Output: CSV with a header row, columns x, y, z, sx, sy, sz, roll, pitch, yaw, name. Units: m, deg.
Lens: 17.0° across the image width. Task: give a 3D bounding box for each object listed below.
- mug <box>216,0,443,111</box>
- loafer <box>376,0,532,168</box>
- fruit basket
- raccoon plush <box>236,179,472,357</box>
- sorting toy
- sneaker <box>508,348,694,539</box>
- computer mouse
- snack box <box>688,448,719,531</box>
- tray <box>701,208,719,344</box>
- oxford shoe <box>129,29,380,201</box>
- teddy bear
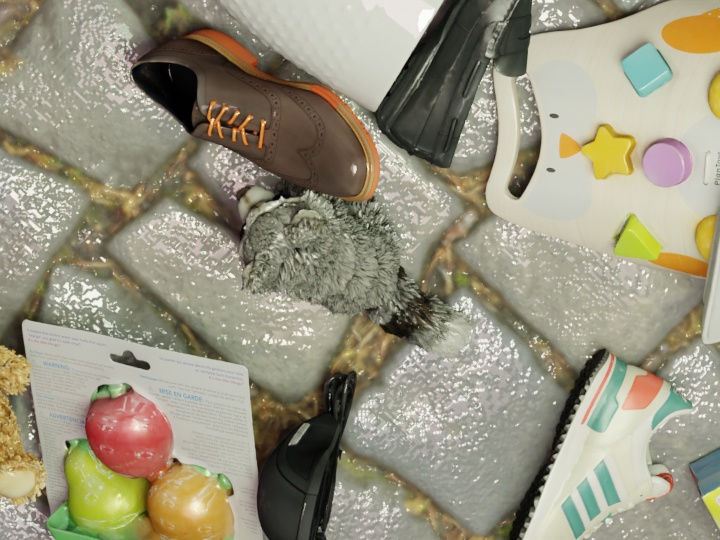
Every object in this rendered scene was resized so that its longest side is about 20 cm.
x,y,z,sx,sy,sz,roll,pitch,yaw,name
-0.019,-0.223,1.546,0.175,0.148,0.200,32,148,-2,mug
0.087,-0.159,1.623,0.070,0.068,0.201,34,111,-1,loafer
-0.145,0.134,1.676,0.184,0.094,0.201,10,115,26,fruit basket
0.000,0.000,1.636,0.199,0.134,0.097,24,104,-7,raccoon plush
0.175,-0.086,1.646,0.179,0.107,0.201,7,107,18,sorting toy
0.171,0.161,1.718,0.093,0.070,0.201,22,103,-1,sneaker
-0.046,0.162,1.660,0.046,0.200,0.141,12,113,4,computer mouse
0.358,0.193,1.732,0.168,0.068,0.201,-30,106,8,snack box
0.293,-0.016,1.634,0.022,0.199,0.108,21,111,40,tray
-0.071,-0.094,1.585,0.200,0.072,0.072,30,123,35,oxford shoe
-0.288,0.083,1.682,0.200,0.067,0.145,50,131,8,teddy bear
